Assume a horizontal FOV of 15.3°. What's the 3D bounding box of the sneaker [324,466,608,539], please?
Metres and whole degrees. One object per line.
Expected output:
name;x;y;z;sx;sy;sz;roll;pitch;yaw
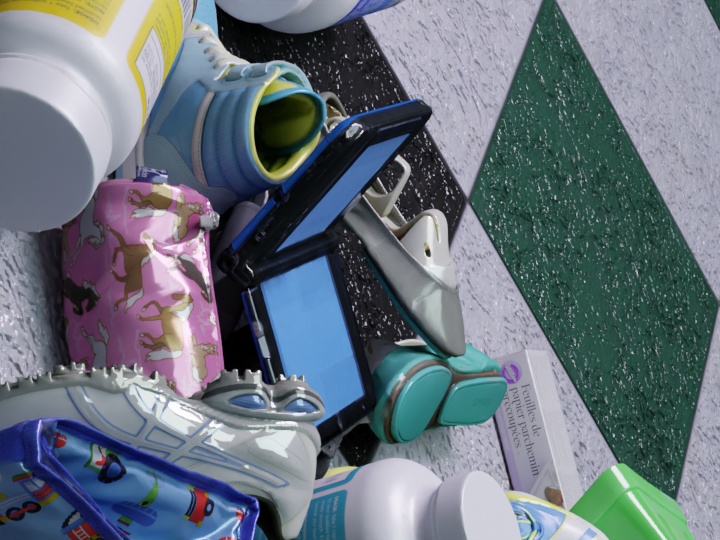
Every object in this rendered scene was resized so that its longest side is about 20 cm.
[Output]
sneaker;0.060;0.170;1.651;0.105;0.199;0.076;81;19;-88

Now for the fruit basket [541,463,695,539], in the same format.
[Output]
fruit basket;0.122;0.211;1.781;0.155;0.215;0.216;36;43;-59

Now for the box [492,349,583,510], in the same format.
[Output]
box;0.137;0.159;1.978;0.041;0.039;0.201;5;69;-63

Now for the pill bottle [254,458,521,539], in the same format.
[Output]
pill bottle;-0.012;0.171;1.501;0.111;0.199;0.111;40;40;-45

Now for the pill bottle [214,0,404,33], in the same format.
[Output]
pill bottle;-0.029;-0.222;1.825;0.200;0.112;0.112;-28;98;-64

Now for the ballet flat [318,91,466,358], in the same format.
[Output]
ballet flat;0.019;-0.034;1.778;0.200;0.064;0.067;51;15;10

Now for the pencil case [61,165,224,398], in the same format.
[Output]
pencil case;-0.116;0.047;1.507;0.083;0.086;0.201;10;66;-46

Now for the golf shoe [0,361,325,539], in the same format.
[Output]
golf shoe;-0.115;0.100;1.407;0.199;0.078;0.098;3;77;-15

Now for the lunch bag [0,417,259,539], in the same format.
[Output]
lunch bag;-0.165;0.128;1.290;0.200;0.150;0.094;41;39;-46

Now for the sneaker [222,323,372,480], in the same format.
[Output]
sneaker;-0.050;0.093;1.632;0.104;0.060;0.200;62;20;-13

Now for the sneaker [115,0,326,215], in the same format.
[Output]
sneaker;-0.077;-0.115;1.643;0.080;0.130;0.201;40;39;-44

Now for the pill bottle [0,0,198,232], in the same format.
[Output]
pill bottle;-0.166;-0.118;1.494;0.114;0.114;0.200;57;30;-27

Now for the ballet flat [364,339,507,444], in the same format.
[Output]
ballet flat;0.033;0.077;1.813;0.068;0.070;0.200;-64;159;10

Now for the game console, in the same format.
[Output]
game console;0.000;0.000;1.615;0.118;0.171;0.200;44;15;5

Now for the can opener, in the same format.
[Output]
can opener;-0.089;-0.024;1.669;0.067;0.053;0.200;30;37;-7
